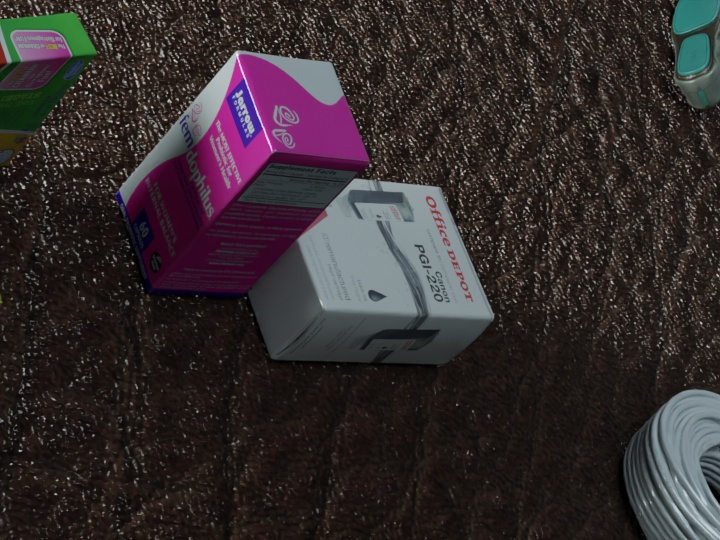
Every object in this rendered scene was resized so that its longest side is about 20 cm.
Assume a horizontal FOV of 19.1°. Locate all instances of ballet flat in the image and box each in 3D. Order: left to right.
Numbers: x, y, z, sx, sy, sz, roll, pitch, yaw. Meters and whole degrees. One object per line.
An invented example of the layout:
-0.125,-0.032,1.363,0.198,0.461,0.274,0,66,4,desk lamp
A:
0.393,-0.257,2.464,0.064,0.067,0.200,57,30,-33,ballet flat

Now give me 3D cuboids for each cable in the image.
0.332,0.209,1.977,0.200,0.069,0.200,34,39,-14,cable

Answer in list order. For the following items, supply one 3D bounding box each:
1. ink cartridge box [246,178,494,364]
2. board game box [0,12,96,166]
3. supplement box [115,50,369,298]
0.000,0.000,1.842,0.199,0.085,0.146,5,54,-42,ink cartridge box
-0.316,-0.125,1.606,0.200,0.153,0.040,-14,67,-47,board game box
-0.097,-0.074,1.723,0.103,0.200,0.102,4,53,-41,supplement box
